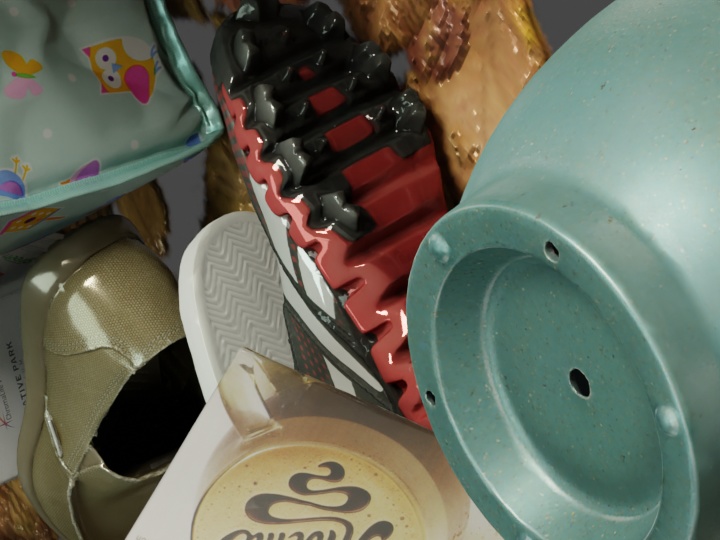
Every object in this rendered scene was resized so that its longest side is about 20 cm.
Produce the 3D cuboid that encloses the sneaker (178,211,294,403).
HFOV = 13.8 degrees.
[{"bbox_3d":[-0.034,0.082,1.145,0.116,0.074,0.200,-24,92,56],"label":"sneaker"}]

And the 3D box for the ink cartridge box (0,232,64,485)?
[{"bbox_3d":[-0.223,0.043,1.302,0.200,0.176,0.084,12,121,53],"label":"ink cartridge box"}]

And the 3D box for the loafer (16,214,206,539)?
[{"bbox_3d":[-0.096,0.064,1.203,0.067,0.076,0.200,46,157,31],"label":"loafer"}]

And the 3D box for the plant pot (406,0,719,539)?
[{"bbox_3d":[0.099,0.014,0.842,0.200,0.134,0.200,36,139,39],"label":"plant pot"}]

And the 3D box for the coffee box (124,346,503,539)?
[{"bbox_3d":[0.025,0.123,0.967,0.200,0.113,0.080,24,156,18],"label":"coffee box"}]

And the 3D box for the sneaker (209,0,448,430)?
[{"bbox_3d":[0.000,0.000,1.039,0.201,0.071,0.098,58,146,9],"label":"sneaker"}]

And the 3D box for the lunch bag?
[{"bbox_3d":[-0.180,-0.046,1.154,0.170,0.200,0.122,-21,93,58],"label":"lunch bag"}]
